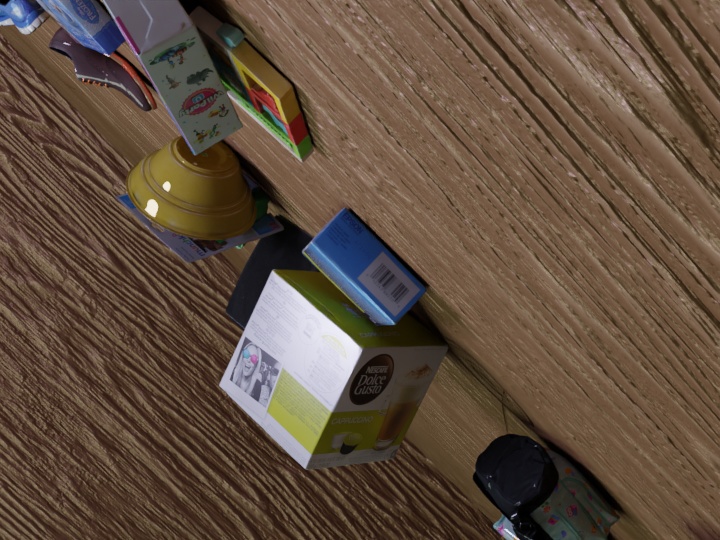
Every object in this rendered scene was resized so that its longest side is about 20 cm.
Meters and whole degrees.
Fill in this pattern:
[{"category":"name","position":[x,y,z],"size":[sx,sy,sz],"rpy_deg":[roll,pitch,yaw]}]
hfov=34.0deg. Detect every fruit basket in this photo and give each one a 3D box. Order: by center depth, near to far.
[{"category":"fruit basket","position":[-0.243,-0.095,1.808],"size":[0.185,0.095,0.199],"rpy_deg":[40,-144,28]}]

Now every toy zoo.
[{"category":"toy zoo","position":[-0.111,-0.191,1.197],"size":[0.131,0.020,0.200],"rpy_deg":[42,172,14]}]

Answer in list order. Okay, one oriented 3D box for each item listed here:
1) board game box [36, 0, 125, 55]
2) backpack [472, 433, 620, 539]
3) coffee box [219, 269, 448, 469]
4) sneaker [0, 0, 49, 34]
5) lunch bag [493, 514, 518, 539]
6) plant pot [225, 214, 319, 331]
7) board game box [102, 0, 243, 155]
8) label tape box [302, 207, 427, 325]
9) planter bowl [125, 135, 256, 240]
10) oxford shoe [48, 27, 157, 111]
[{"category":"board game box","position":[-0.429,-0.395,1.648],"size":[0.199,0.043,0.200],"rpy_deg":[49,171,-28]},{"category":"backpack","position":[0.268,0.329,1.654],"size":[0.200,0.126,0.167],"rpy_deg":[46,-177,-26]},{"category":"coffee box","position":[-0.036,0.134,1.662],"size":[0.200,0.199,0.199],"rpy_deg":[38,-159,34]},{"category":"sneaker","position":[-0.627,-0.487,2.099],"size":[0.199,0.079,0.090],"rpy_deg":[23,153,45]},{"category":"lunch bag","position":[0.342,0.464,2.019],"size":[0.170,0.122,0.200],"rpy_deg":[35,177,32]},{"category":"plant pot","position":[-0.095,0.064,1.893],"size":[0.200,0.178,0.200],"rpy_deg":[48,170,-36]},{"category":"board game box","position":[-0.196,-0.226,1.169],"size":[0.148,0.064,0.200],"rpy_deg":[57,177,22]},{"category":"label tape box","position":[0.000,0.000,1.498],"size":[0.143,0.066,0.200],"rpy_deg":[44,175,-2]},{"category":"planter bowl","position":[-0.236,-0.140,1.721],"size":[0.200,0.199,0.084],"rpy_deg":[40,127,23]},{"category":"oxford shoe","position":[-0.403,-0.310,1.855],"size":[0.200,0.073,0.071],"rpy_deg":[42,171,6]}]
